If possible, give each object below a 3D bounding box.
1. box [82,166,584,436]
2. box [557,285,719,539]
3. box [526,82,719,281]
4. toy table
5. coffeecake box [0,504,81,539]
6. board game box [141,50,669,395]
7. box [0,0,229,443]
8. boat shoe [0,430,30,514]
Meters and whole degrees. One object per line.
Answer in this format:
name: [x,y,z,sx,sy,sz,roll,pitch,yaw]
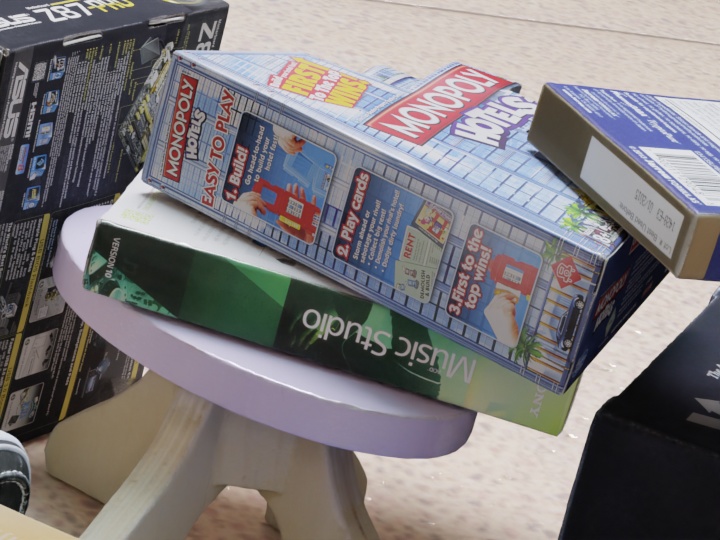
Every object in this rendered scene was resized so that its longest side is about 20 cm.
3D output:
box: [0.000,0.000,1.226,0.200,0.036,0.144,16,21,5]
box: [0.204,0.112,1.267,0.200,0.118,0.197,21,22,17]
box: [0.179,-0.030,1.166,0.200,0.032,0.121,2,26,-28]
toy table: [-0.049,0.065,1.235,0.184,0.117,0.200,-6,29,-43]
coffeecake box: [-0.167,0.146,0.833,0.153,0.200,0.073,21,28,21]
board game box: [0.026,-0.041,1.210,0.200,0.062,0.200,22,22,12]
box: [-0.137,-0.022,1.286,0.049,0.200,0.161,27,25,28]
boat shoe: [-0.163,0.115,1.095,0.068,0.074,0.199,16,21,20]
